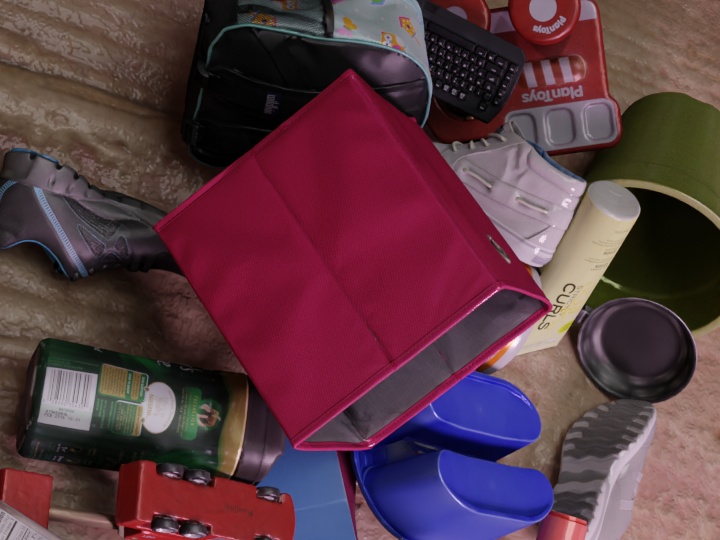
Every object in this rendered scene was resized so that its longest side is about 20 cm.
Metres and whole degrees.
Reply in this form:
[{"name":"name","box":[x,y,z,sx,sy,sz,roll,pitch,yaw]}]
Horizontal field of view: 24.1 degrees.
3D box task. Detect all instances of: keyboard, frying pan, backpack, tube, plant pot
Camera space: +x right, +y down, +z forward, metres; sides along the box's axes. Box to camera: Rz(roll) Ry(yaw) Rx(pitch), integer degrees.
[{"name":"keyboard","box":[0.041,-0.190,1.504,0.199,0.105,0.040,28,20,11]},{"name":"frying pan","box":[0.227,0.066,1.602,0.031,0.188,0.116,-53,151,-55]},{"name":"backpack","box":[-0.040,-0.171,1.410,0.198,0.176,0.154,10,47,-8]},{"name":"tube","box":[0.190,0.008,1.521,0.058,0.201,0.052,21,40,-6]},{"name":"plant pot","box":[0.285,-0.068,1.619,0.200,0.200,0.191,40,45,-16]}]

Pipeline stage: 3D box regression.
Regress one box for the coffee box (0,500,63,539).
[{"name":"coffee box","box":[-0.221,0.255,1.217,0.199,0.113,0.080,36,59,-17]}]

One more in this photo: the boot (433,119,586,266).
[{"name":"boot","box":[0.109,-0.095,1.502,0.199,0.096,0.073,35,16,19]}]

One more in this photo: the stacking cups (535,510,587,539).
[{"name":"stacking cups","box":[0.152,0.308,1.444,0.060,0.060,0.202,24,78,-25]}]

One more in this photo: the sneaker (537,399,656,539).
[{"name":"sneaker","box":[0.221,0.202,1.560,0.200,0.074,0.082,-54,135,-34]}]

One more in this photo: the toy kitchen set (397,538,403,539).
[{"name":"toy kitchen set","box":[0.050,0.353,1.279,0.163,0.180,0.201,37,91,-17]}]

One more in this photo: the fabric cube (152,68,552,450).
[{"name":"fabric cube","box":[0.000,0.000,1.286,0.200,0.199,0.196,56,11,16]}]

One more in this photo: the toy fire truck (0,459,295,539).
[{"name":"toy fire truck","box":[-0.164,0.184,1.270,0.199,0.141,0.049,19,64,-37]}]

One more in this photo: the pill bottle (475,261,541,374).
[{"name":"pill bottle","box":[0.051,0.002,1.472,0.199,0.113,0.114,30,61,-22]}]

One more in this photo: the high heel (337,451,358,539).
[{"name":"high heel","box":[0.000,0.222,1.399,0.095,0.067,0.201,-27,78,-25]}]

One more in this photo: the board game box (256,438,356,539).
[{"name":"board game box","box":[-0.086,0.206,1.341,0.157,0.039,0.202,-12,65,-4]}]

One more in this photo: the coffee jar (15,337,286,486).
[{"name":"coffee jar","box":[-0.157,0.112,1.282,0.198,0.104,0.086,12,69,-14]}]

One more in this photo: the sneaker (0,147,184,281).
[{"name":"sneaker","box":[-0.207,-0.026,1.353,0.199,0.073,0.083,24,87,-25]}]

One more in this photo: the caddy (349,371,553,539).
[{"name":"caddy","box":[0.073,0.163,1.439,0.199,0.105,0.143,19,55,-45]}]

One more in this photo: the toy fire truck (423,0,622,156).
[{"name":"toy fire truck","box":[0.135,-0.181,1.561,0.198,0.112,0.170,-8,91,7]}]
